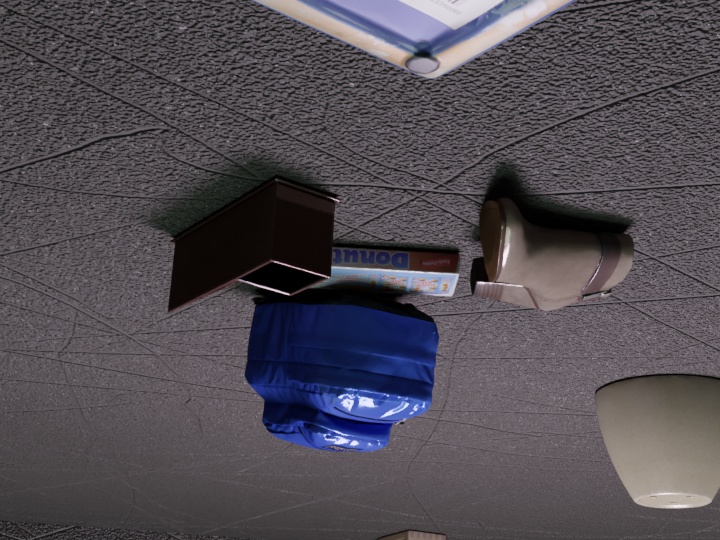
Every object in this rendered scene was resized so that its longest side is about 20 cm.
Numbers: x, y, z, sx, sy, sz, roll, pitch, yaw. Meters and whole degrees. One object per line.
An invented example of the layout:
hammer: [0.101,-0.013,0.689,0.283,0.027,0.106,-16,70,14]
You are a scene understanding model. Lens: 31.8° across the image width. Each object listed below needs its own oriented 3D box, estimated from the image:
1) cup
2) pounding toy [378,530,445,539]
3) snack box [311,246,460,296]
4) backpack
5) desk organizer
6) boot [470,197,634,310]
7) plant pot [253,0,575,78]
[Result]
cup: [0.413,0.236,1.686,0.197,0.145,0.201,3,159,1]
pounding toy: [0.127,0.720,2.922,0.140,0.203,0.184,11,158,-23]
snack box: [0.000,0.000,1.286,0.197,0.025,0.072,3,160,-1]
backpack: [-0.010,0.108,1.358,0.161,0.171,0.199,8,169,-36]
desk organizer: [-0.106,-0.012,1.193,0.071,0.078,0.199,16,156,-32]
boot: [0.182,-0.018,1.173,0.144,0.071,0.200,-3,161,-4]
plant pot: [0.025,-0.203,0.526,0.198,0.182,0.199,18,154,-35]
